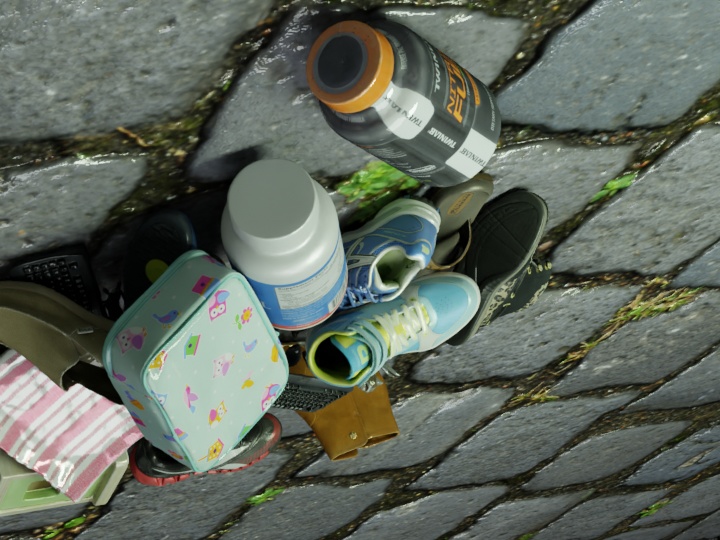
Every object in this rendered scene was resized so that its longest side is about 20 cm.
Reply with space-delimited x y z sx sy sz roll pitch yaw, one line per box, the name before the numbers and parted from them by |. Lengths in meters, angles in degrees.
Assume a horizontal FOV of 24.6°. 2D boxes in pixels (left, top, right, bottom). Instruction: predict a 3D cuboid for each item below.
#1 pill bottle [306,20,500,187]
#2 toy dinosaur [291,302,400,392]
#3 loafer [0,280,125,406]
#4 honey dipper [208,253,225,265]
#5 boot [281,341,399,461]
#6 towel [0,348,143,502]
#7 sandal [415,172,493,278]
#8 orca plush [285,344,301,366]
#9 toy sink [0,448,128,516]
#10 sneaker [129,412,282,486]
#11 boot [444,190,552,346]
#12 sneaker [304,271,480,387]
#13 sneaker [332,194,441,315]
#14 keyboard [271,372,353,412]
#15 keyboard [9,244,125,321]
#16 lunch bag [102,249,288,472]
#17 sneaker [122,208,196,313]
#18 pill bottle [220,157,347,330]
pill bottle | 0.033 -0.144 1.390 0.106 0.107 0.200 -28 156 21
toy dinosaur | -0.026 0.046 1.838 0.102 0.077 0.201 -18 127 -11
loafer | -0.284 0.071 1.572 0.199 0.068 0.076 19 140 -8
honey dipper | -0.217 0.040 1.713 0.199 0.038 0.038 -29 155 33
boot | -0.060 0.159 1.954 0.200 0.145 0.071 -10 155 -19
towel | -0.316 0.149 1.741 0.146 0.030 0.200 -43 129 3
sandal | 0.091 -0.035 1.747 0.081 0.055 0.200 -6 154 -28
orca plush | -0.118 0.094 1.803 0.105 0.071 0.200 23 148 -5
toy sink | -0.332 0.202 1.882 0.199 0.113 0.130 -7 155 -27
sneaker | -0.192 0.216 2.076 0.199 0.071 0.098 -12 159 -13
boot | 0.170 -0.015 1.846 0.153 0.073 0.204 -19 145 -54
sneaker | 0.032 0.068 1.725 0.199 0.080 0.131 -24 -173 9
sneaker | 0.000 0.000 1.700 0.076 0.077 0.200 33 128 -27
keyboard | -0.108 0.143 1.842 0.127 0.021 0.200 -25 157 31
keyboard | -0.273 0.051 1.626 0.104 0.040 0.200 -19 144 -9
lunch bag | -0.151 0.085 1.565 0.161 0.077 0.200 -51 147 -22
sneaker | -0.188 0.012 1.615 0.078 0.066 0.201 -46 155 -49
pill bottle | -0.073 -0.027 1.567 0.112 0.113 0.200 -17 156 -3
